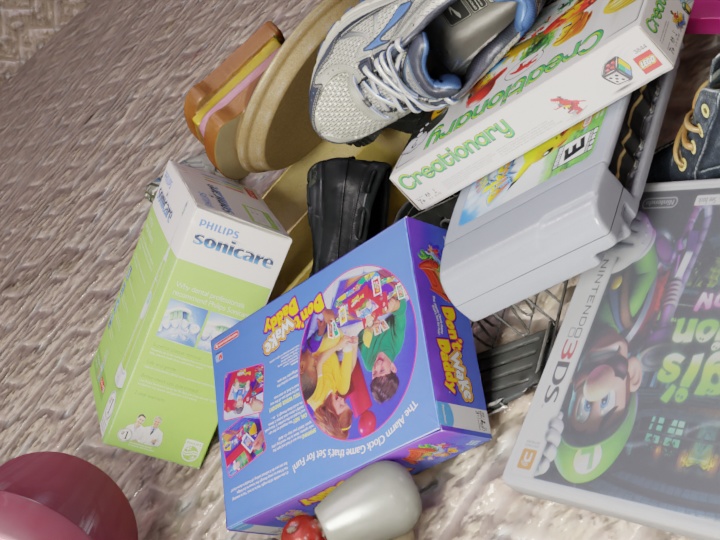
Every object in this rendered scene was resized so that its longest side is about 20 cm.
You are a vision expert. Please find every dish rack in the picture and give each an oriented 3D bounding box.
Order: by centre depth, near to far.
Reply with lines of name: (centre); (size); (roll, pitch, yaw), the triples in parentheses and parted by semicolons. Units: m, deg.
dish rack: (0.072, 0.013, 0.831); (0.153, 0.054, 0.201); (-25, 33, 42)

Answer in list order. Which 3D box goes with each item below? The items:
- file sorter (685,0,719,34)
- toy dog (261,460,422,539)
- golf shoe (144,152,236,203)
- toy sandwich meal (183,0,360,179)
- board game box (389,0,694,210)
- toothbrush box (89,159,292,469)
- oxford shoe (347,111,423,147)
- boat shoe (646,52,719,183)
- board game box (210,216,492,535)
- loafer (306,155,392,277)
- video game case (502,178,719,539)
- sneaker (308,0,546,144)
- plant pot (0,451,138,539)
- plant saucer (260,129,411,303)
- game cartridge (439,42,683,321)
file sorter: (0.202, -0.240, 0.806); (0.197, 0.126, 0.140); (4, 48, 20)
toy dog: (-0.046, 0.198, 0.738); (0.198, 0.097, 0.132); (-21, 29, 18)
golf shoe: (-0.162, -0.096, 1.362); (0.097, 0.078, 0.199); (-46, 24, -13)
toy sandwich meal: (-0.061, -0.165, 1.082); (0.206, 0.070, 0.206); (-50, -14, -17)
board game box: (0.111, -0.123, 0.768); (0.199, 0.035, 0.127); (-29, 26, 43)
toothbrush box: (-0.142, 0.032, 1.038); (0.202, 0.085, 0.146); (-68, 22, 11)
oxford shoe: (0.033, -0.153, 1.007); (0.085, 0.073, 0.199); (-52, 25, -16)
boat shoe: (0.200, -0.076, 0.707); (0.199, 0.091, 0.071); (-13, 41, 52)
board game box: (-0.014, 0.072, 0.812); (0.199, 0.044, 0.136); (-31, 57, 39)
loafer: (0.000, 0.000, 0.927); (0.069, 0.068, 0.203); (-8, 55, 7)
video game case: (0.166, 0.037, 0.634); (0.199, 0.023, 0.184); (1, 65, 59)
sneaker: (0.034, -0.135, 0.794); (0.199, 0.077, 0.086); (-36, 25, 34)
plant pot: (-0.237, 0.222, 0.888); (0.199, 0.200, 0.179); (-39, 9, 16)
plant saucer: (-0.024, -0.051, 1.092); (0.200, 0.048, 0.200); (-48, 24, -2)
game cartridge: (0.114, -0.064, 0.752); (0.133, 0.040, 0.201); (-33, 23, 44)
